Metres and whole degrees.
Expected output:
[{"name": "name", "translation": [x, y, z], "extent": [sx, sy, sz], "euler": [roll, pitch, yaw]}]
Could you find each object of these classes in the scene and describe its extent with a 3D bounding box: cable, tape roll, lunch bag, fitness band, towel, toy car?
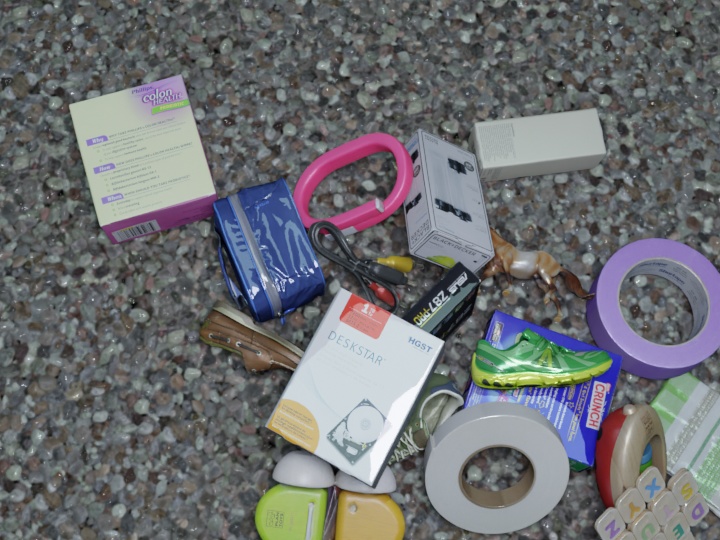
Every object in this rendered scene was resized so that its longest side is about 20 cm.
[{"name": "cable", "translation": [0.000, 0.000, 1.384], "extent": [0.199, 0.050, 0.098], "euler": [24, 86, -19]}, {"name": "tape roll", "translation": [0.185, 0.273, 1.292], "extent": [0.201, 0.037, 0.205], "euler": [-1, 116, -1]}, {"name": "lunch bag", "translation": [-0.139, -0.018, 1.367], "extent": [0.131, 0.136, 0.202], "euler": [-21, 78, -8]}, {"name": "fitness band", "translation": [-0.014, -0.127, 1.401], "extent": [0.199, 0.037, 0.145], "euler": [-20, 57, 25]}, {"name": "towel", "translation": [0.508, 0.257, 1.382], "extent": [0.200, 0.031, 0.149], "euler": [39, 74, 10]}, {"name": "toy car", "translation": [-0.043, 0.333, 1.270], "extent": [0.198, 0.150, 0.177], "euler": [6, 88, -5]}, {"name": "tape roll", "translation": [0.443, 0.057, 1.401], "extent": [0.198, 0.066, 0.202], "euler": [1, 69, -2]}]

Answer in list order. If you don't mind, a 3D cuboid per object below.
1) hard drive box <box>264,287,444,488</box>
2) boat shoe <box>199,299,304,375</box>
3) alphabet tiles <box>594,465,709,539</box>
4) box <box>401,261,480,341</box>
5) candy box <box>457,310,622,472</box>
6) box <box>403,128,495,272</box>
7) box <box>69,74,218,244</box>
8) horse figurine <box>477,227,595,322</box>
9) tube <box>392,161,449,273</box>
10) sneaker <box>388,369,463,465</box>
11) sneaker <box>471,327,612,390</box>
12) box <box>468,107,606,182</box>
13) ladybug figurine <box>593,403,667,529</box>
[{"name": "hard drive box", "translation": [-0.005, 0.150, 1.195], "extent": [0.155, 0.077, 0.201], "euler": [26, 78, 11]}, {"name": "boat shoe", "translation": [-0.142, 0.120, 1.368], "extent": [0.199, 0.072, 0.068], "euler": [28, 79, 15]}, {"name": "alphabet tiles", "translation": [0.396, 0.366, 1.285], "extent": [0.200, 0.015, 0.196], "euler": [-41, 122, -12]}, {"name": "box", "translation": [0.083, 0.093, 1.333], "extent": [0.049, 0.161, 0.200], "euler": [43, 76, 14]}, {"name": "candy box", "translation": [0.258, 0.176, 1.364], "extent": [0.198, 0.077, 0.170], "euler": [20, 74, 4]}, {"name": "box", "translation": [0.123, -0.100, 1.380], "extent": [0.116, 0.060, 0.201], "euler": [19, 46, -30]}, {"name": "box", "translation": [-0.322, -0.166, 1.419], "extent": [0.174, 0.097, 0.202], "euler": [-17, 77, -7]}, {"name": "horse figurine", "translation": [0.248, 0.003, 1.407], "extent": [0.198, 0.050, 0.133], "euler": [16, 45, -4]}, {"name": "tube", "translation": [0.116, -0.082, 1.441], "extent": [0.052, 0.058, 0.201], "euler": [-25, 78, -2]}, {"name": "sneaker", "translation": [0.065, 0.225, 1.325], "extent": [0.200, 0.090, 0.067], "euler": [-46, 126, -13]}, {"name": "sneaker", "translation": [0.252, 0.120, 1.301], "extent": [0.198, 0.074, 0.084], "euler": [-1, 76, -3]}, {"name": "box", "translation": [0.274, -0.195, 1.469], "extent": [0.198, 0.068, 0.083], "euler": [-6, 75, -5]}, {"name": "ladybug figurine", "translation": [0.374, 0.270, 1.310], "extent": [0.135, 0.071, 0.202], "euler": [-32, 121, -43]}]
